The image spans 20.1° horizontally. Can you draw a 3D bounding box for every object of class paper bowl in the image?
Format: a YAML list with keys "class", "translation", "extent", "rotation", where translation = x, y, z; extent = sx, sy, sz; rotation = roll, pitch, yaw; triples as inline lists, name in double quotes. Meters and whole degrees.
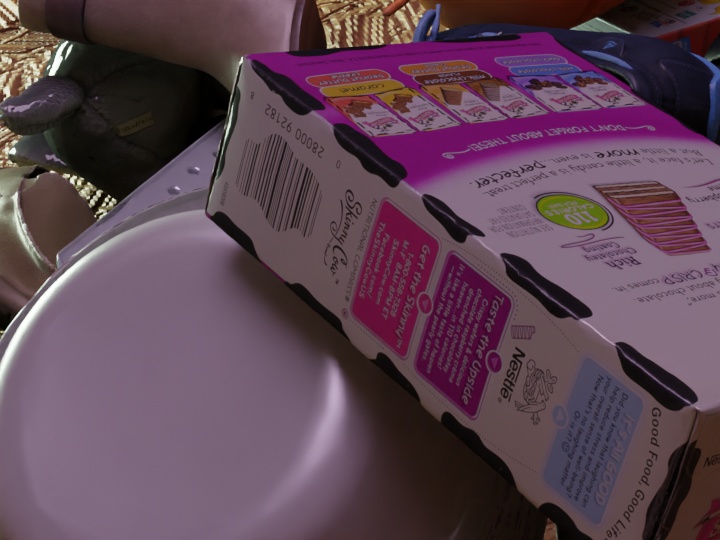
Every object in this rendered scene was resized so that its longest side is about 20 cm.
- class: "paper bowl"
  translation: [-0.044, 0.061, 0.676]
  extent: [0.200, 0.104, 0.201]
  rotation: [-9, 62, 16]

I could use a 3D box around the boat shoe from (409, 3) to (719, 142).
- class: "boat shoe"
  translation: [0.056, -0.080, 0.870]
  extent: [0.200, 0.084, 0.069]
  rotation: [-6, -5, 41]

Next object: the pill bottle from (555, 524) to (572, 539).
- class: "pill bottle"
  translation: [0.127, 0.099, 0.649]
  extent: [0.113, 0.114, 0.200]
  rotation: [-10, 27, -5]

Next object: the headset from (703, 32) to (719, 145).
- class: "headset"
  translation: [0.196, -0.041, 0.898]
  extent: [0.200, 0.123, 0.094]
  rotation: [-54, 18, -18]

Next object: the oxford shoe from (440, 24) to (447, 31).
- class: "oxford shoe"
  translation: [0.084, -0.156, 1.192]
  extent: [0.071, 0.071, 0.200]
  rotation: [-3, 26, 12]

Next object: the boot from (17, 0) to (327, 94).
- class: "boot"
  translation: [-0.088, -0.122, 0.953]
  extent: [0.146, 0.070, 0.200]
  rotation: [1, 56, 6]

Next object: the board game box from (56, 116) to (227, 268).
- class: "board game box"
  translation: [0.000, 0.000, 0.898]
  extent: [0.200, 0.026, 0.200]
  rotation: [25, 37, 16]

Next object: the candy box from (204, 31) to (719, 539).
- class: "candy box"
  translation: [0.066, 0.000, 0.607]
  extent: [0.136, 0.061, 0.200]
  rotation: [-9, 36, -39]

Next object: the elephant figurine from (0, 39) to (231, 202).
- class: "elephant figurine"
  translation: [-0.124, -0.095, 1.083]
  extent: [0.142, 0.155, 0.200]
  rotation: [-46, 31, -10]

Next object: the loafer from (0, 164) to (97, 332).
- class: "loafer"
  translation: [-0.151, -0.007, 0.946]
  extent: [0.067, 0.076, 0.200]
  rotation: [-36, 34, -9]

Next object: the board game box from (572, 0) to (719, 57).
- class: "board game box"
  translation: [0.203, -0.110, 1.036]
  extent: [0.200, 0.103, 0.105]
  rotation: [-19, 29, -20]

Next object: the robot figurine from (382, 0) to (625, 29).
- class: "robot figurine"
  translation: [0.095, -0.176, 0.953]
  extent: [0.144, 0.117, 0.200]
  rotation: [18, 38, 42]
